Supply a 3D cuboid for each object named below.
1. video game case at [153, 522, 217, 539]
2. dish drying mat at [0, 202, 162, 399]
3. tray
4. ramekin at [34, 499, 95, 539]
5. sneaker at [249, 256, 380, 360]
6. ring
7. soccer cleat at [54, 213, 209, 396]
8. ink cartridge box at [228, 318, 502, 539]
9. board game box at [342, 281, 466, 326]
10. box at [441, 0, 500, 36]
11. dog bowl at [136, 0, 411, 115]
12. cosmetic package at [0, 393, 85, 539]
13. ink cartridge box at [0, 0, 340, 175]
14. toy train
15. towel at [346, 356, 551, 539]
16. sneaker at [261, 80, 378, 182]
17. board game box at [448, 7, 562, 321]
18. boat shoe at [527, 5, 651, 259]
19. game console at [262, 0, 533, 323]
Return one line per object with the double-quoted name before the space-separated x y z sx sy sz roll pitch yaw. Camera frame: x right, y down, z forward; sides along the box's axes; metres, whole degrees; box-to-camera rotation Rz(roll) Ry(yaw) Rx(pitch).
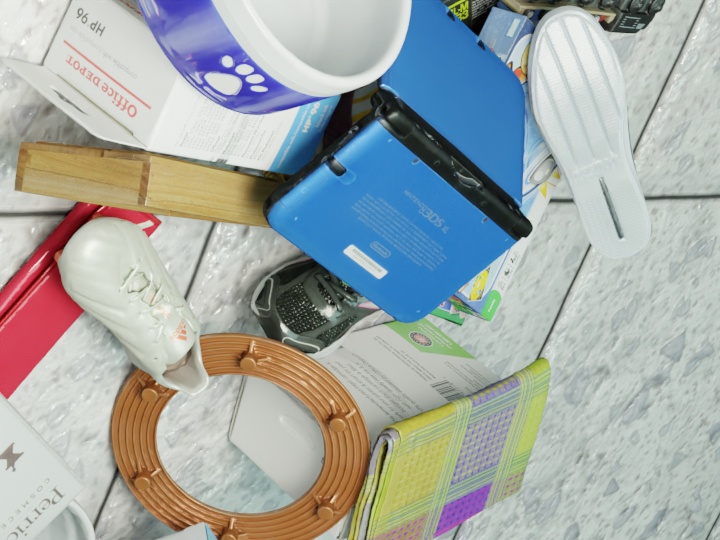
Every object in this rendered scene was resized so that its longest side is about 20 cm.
"video game case" -0.173 0.288 1.846 0.181 0.045 0.200 -20 144 5
"dish drying mat" -0.223 0.025 1.639 0.200 0.018 0.077 -50 147 -3
"tray" -0.134 -0.056 1.560 0.200 0.099 0.037 10 87 -65
"ramekin" -0.297 0.210 1.647 0.200 0.105 0.200 -30 140 -29
"sneaker" 0.000 0.000 1.807 0.200 0.080 0.086 -32 173 -44
"ring" -0.092 0.136 1.769 0.019 0.200 0.201 -79 -176 -60
"soccer cleat" -0.152 0.025 1.638 0.069 0.078 0.200 -45 153 -10
"ink cartridge box" 0.016 0.123 1.898 0.200 0.145 0.084 -14 132 -42
"board game box" 0.067 -0.067 1.764 0.135 0.029 0.200 20 91 -53
"box" 0.087 -0.160 1.810 0.200 0.048 0.193 -31 139 -27
"dog bowl" -0.057 -0.201 1.470 0.200 0.079 0.200 24 59 -47
"cosmetic package" -0.313 0.106 1.470 0.165 0.165 0.200 -45 144 -8
"ink cartridge box" -0.122 -0.127 1.528 0.200 0.116 0.068 7 115 -53
"toy train" 0.167 -0.205 1.795 0.200 0.034 0.046 -2 131 -50
"towel" 0.070 0.151 1.831 0.200 0.023 0.144 -21 136 -42
"sneaker" -0.008 -0.142 1.695 0.090 0.075 0.200 -14 140 -42
"board game box" 0.098 -0.077 1.744 0.135 0.034 0.200 36 78 -52
"boat shoe" 0.167 -0.104 1.740 0.072 0.062 0.200 -16 111 0
"game console" 0.028 -0.084 1.614 0.171 0.118 0.200 -39 141 12
